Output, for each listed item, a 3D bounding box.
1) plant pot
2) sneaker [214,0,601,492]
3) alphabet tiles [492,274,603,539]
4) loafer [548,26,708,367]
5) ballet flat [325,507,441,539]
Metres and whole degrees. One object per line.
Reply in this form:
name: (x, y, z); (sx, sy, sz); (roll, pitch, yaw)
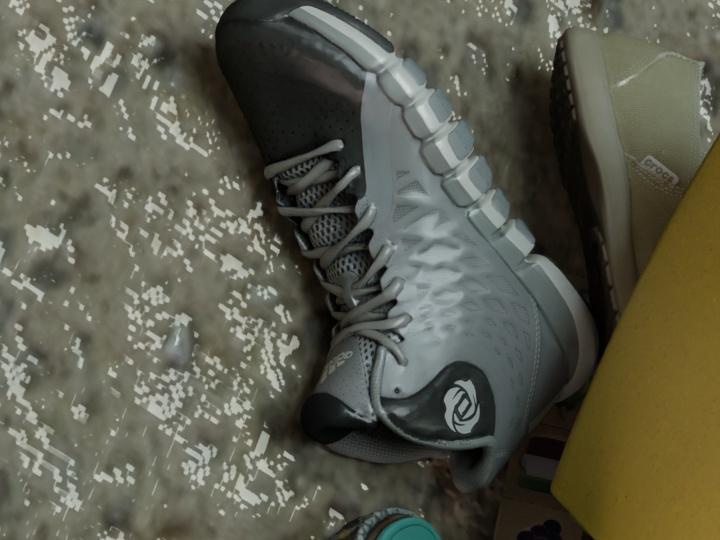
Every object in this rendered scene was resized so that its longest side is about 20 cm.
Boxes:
plant pot: (0.185, 0.071, 0.853); (0.177, 0.200, 0.200); (-47, 115, 2)
sneaker: (0.000, 0.000, 0.914); (0.200, 0.075, 0.116); (48, 56, -14)
alphabet tiles: (0.154, 0.096, 0.971); (0.199, 0.008, 0.168); (14, 64, 1)
loafer: (0.121, -0.011, 0.974); (0.068, 0.076, 0.201); (-8, 65, -3)
ballet flat: (0.028, 0.183, 0.875); (0.072, 0.072, 0.201); (-20, 87, -38)
